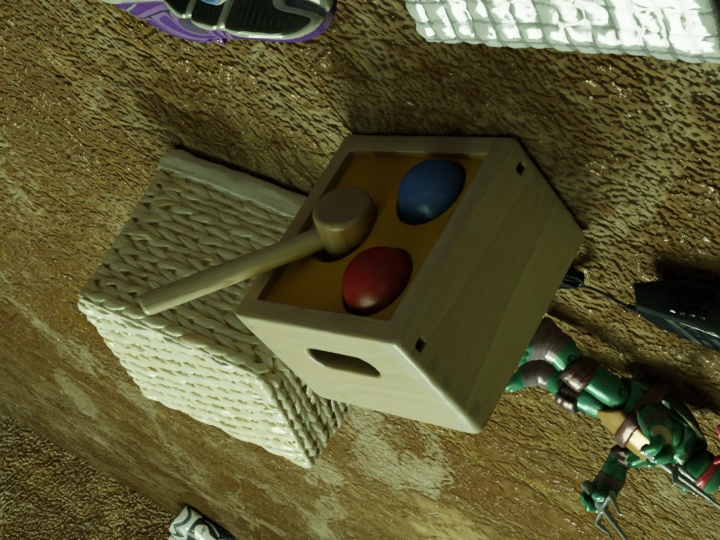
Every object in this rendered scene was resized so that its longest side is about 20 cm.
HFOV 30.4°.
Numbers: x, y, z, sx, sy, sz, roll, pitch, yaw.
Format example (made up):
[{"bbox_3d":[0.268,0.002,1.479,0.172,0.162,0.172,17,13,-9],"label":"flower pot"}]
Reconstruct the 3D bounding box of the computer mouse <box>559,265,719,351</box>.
[{"bbox_3d":[0.179,0.012,0.875,0.199,0.034,0.059,20,173,39],"label":"computer mouse"}]

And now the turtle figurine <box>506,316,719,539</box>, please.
[{"bbox_3d":[0.199,0.124,0.990,0.200,0.101,0.150,40,148,20],"label":"turtle figurine"}]

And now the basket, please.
[{"bbox_3d":[-0.094,0.037,1.111,0.199,0.161,0.199,20,155,23],"label":"basket"}]

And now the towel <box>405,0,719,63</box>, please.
[{"bbox_3d":[0.074,-0.179,0.520,0.165,0.086,0.200,11,150,38],"label":"towel"}]

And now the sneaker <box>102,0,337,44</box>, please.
[{"bbox_3d":[-0.080,-0.170,0.785,0.199,0.081,0.083,21,174,42],"label":"sneaker"}]

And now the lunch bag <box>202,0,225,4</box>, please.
[{"bbox_3d":[-0.089,-0.230,0.600,0.160,0.075,0.200,51,162,17],"label":"lunch bag"}]

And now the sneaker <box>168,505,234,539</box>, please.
[{"bbox_3d":[-0.309,0.545,2.620,0.129,0.080,0.199,36,150,11],"label":"sneaker"}]

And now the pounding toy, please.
[{"bbox_3d":[0.000,0.000,0.866,0.199,0.185,0.142,7,148,46],"label":"pounding toy"}]
